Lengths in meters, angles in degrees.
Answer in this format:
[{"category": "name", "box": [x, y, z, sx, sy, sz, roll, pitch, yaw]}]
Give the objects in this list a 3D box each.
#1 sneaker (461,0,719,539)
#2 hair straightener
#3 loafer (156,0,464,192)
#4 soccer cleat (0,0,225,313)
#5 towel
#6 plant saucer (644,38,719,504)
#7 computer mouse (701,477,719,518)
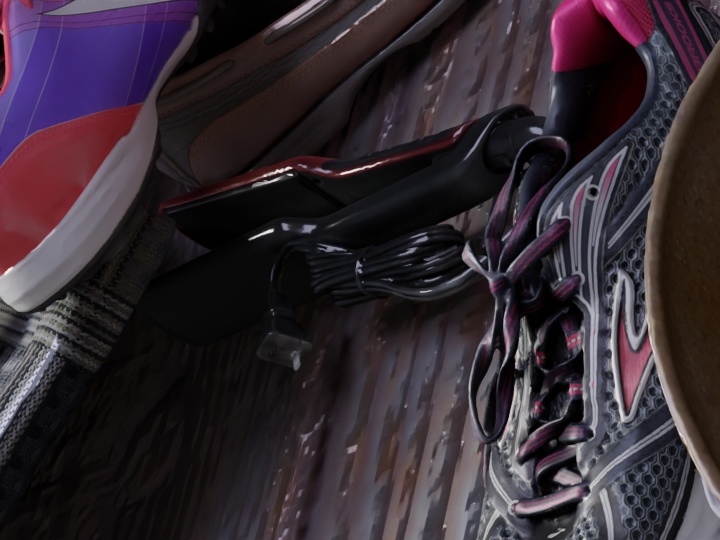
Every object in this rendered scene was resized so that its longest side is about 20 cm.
[{"category": "sneaker", "box": [0.057, 0.020, 0.721, 0.080, 0.075, 0.201, -17, 49, 46]}, {"category": "hair straightener", "box": [0.000, 0.000, 0.863, 0.199, 0.041, 0.077, -11, 52, 44]}, {"category": "loafer", "box": [-0.004, -0.105, 0.933, 0.200, 0.063, 0.072, -48, 31, 12]}, {"category": "soccer cleat", "box": [-0.093, -0.071, 0.878, 0.068, 0.073, 0.200, -36, 24, 30]}, {"category": "towel", "box": [-0.130, 0.056, 0.925, 0.193, 0.034, 0.200, -59, 10, -5]}, {"category": "plant saucer", "box": [0.156, 0.004, 0.560, 0.199, 0.035, 0.201, -5, 60, 9]}, {"category": "computer mouse", "box": [0.112, 0.027, 0.620, 0.109, 0.044, 0.201, -14, 54, 48]}]
